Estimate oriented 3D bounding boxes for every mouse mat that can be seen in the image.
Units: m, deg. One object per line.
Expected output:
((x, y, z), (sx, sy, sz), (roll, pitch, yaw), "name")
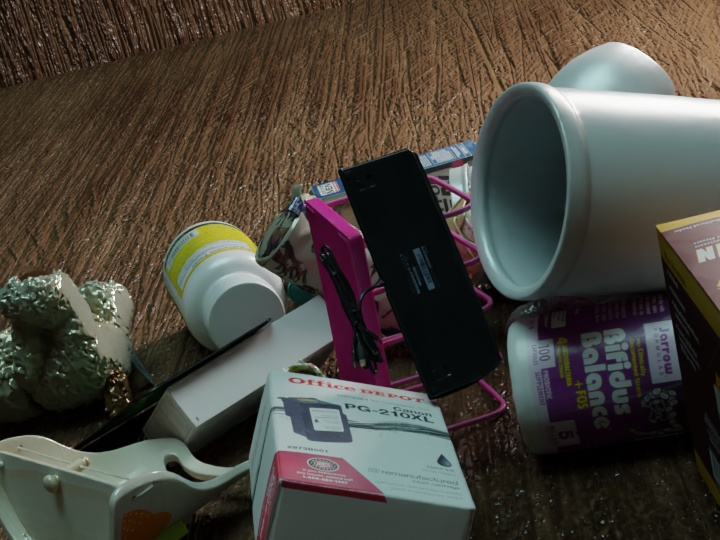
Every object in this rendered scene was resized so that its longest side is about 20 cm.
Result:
((-0.180, 0.109, 1.484), (0.160, 0.008, 0.200), (-31, -2, -37), "mouse mat")

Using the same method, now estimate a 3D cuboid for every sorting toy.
((-0.184, 0.183, 1.304), (0.179, 0.108, 0.199), (-22, 19, -41), "sorting toy")

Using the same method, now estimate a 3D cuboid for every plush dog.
((-0.324, 0.101, 1.604), (0.170, 0.162, 0.200), (-24, -12, 16), "plush dog")

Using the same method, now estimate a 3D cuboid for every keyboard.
((0.027, 0.008, 1.264), (0.126, 0.202, 0.021), (-18, -10, -26), "keyboard")

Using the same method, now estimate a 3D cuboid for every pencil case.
((0.000, 0.000, 1.533), (0.090, 0.199, 0.078), (-62, 14, -7), "pencil case")

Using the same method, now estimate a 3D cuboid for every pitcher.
((0.199, -0.094, 1.434), (0.121, 0.172, 0.201), (33, 78, 18), "pitcher")

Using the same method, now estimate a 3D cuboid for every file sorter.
((0.044, 0.033, 1.383), (0.124, 0.203, 0.139), (-16, 19, -13), "file sorter")

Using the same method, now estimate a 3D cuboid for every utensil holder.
((0.212, -0.063, 1.270), (0.197, 0.172, 0.170), (-1, 14, -23), "utensil holder")

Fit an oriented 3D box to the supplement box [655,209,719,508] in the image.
((0.303, 0.075, 1.076), (0.131, 0.202, 0.198), (-14, 20, 1), "supplement box")

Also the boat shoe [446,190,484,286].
((0.108, -0.039, 1.490), (0.200, 0.074, 0.069), (-49, -6, -13), "boat shoe")

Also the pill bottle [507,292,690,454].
((0.223, 0.078, 1.257), (0.197, 0.114, 0.112), (-11, 20, 13), "pill bottle")

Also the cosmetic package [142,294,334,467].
((-0.106, 0.100, 1.468), (0.199, 0.051, 0.083), (-31, -13, -39), "cosmetic package")

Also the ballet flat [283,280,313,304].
((0.017, -0.001, 1.669), (0.197, 0.069, 0.069), (-3, 42, -2), "ballet flat")

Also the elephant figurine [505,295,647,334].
((0.246, 0.011, 1.440), (0.199, 0.156, 0.142), (-31, 57, -15), "elephant figurine")

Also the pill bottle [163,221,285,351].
((-0.141, 0.024, 1.667), (0.110, 0.113, 0.200), (-18, 20, -10), "pill bottle")

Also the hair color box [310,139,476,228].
((0.051, -0.070, 1.798), (0.197, 0.101, 0.061), (-16, 21, -4), "hair color box")

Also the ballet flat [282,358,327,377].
((-0.043, 0.135, 1.367), (0.075, 0.065, 0.200), (-16, 20, -8), "ballet flat")

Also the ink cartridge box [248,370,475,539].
((-0.005, 0.158, 1.180), (0.143, 0.085, 0.200), (10, 17, -9), "ink cartridge box")

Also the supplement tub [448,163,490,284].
((0.199, -0.063, 1.607), (0.197, 0.146, 0.145), (-11, 20, 9), "supplement tub")
